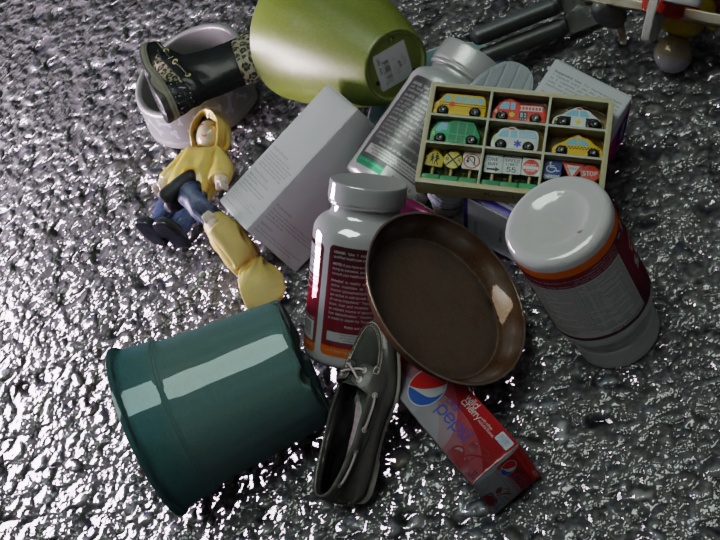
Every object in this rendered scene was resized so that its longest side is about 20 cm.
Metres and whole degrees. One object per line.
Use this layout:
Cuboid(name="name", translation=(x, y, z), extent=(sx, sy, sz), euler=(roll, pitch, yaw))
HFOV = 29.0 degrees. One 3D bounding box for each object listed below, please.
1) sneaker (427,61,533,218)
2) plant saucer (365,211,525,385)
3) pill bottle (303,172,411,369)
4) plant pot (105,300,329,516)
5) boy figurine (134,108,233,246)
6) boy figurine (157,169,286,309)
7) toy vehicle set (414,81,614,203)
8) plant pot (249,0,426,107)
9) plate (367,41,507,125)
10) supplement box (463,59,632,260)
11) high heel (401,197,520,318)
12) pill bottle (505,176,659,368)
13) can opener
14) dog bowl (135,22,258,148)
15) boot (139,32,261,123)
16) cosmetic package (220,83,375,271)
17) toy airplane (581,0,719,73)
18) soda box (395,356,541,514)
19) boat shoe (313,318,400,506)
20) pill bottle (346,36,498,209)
Cuboid(name="sneaker", translation=(0.129, -0.148, 1.571), extent=(0.073, 0.071, 0.200), euler=(32, 72, 7))
Cuboid(name="plant saucer", translation=(0.083, 0.034, 1.441), extent=(0.034, 0.200, 0.201), euler=(-43, 32, 46))
Cuboid(name="pill bottle", translation=(0.000, 0.000, 1.522), extent=(0.113, 0.113, 0.201), euler=(19, 110, 40))
Cuboid(name="plant pot", translation=(-0.148, 0.139, 1.529), extent=(0.195, 0.201, 0.201), euler=(-23, 46, 2))
Cuboid(name="boy figurine", translation=(-0.218, -0.126, 1.850), extent=(0.124, 0.064, 0.201), euler=(6, 61, 38))
Cuboid(name="boy figurine", translation=(-0.165, -0.030, 1.721), extent=(0.064, 0.124, 0.200), euler=(-37, 75, -7))
Cuboid(name="toy vehicle set", translation=(0.165, -0.133, 1.486), extent=(0.199, 0.027, 0.125), euler=(6, 67, 8))
Cuboid(name="plant pot", translation=(-0.011, -0.279, 1.753), extent=(0.187, 0.187, 0.200), euler=(-46, 40, -9))
Cuboid(name="plate", translation=(0.102, -0.206, 1.755), extent=(0.199, 0.026, 0.201), euler=(-17, 49, 20))
Cuboid(name="supplement box", translation=(0.207, -0.116, 1.545), extent=(0.103, 0.101, 0.200), euler=(28, 72, 16))
Cuboid(name="high heel", translation=(0.075, -0.002, 1.540), extent=(0.200, 0.068, 0.096), euler=(39, 71, 21))
Cuboid(name="pill bottle", translation=(0.227, 0.007, 1.385), extent=(0.109, 0.200, 0.110), euler=(-17, 48, 20))
Cuboid(name="can opener", translation=(0.234, -0.314, 1.737), extent=(0.199, 0.054, 0.067), euler=(-21, 14, 4))
Cuboid(name="dog bowl", translation=(-0.233, -0.270, 1.987), extent=(0.199, 0.059, 0.201), euler=(-16, 49, 19))
Cuboid(name="boot", translation=(-0.216, -0.280, 1.900), extent=(0.153, 0.074, 0.204), euler=(-23, 33, -3))
Cuboid(name="cosmetic package", translation=(-0.059, -0.113, 1.702), extent=(0.200, 0.113, 0.081), euler=(-47, 45, -1))
Cuboid(name="toy airplane", translation=(0.360, -0.289, 1.584), extent=(0.198, 0.142, 0.200), euler=(-6, 30, -13))
Cuboid(name="soda box", translation=(0.098, 0.155, 1.437), extent=(0.063, 0.070, 0.200), euler=(-40, 45, -2))
Cuboid(name="boat shoe", translation=(-0.005, 0.148, 1.451), extent=(0.067, 0.057, 0.201), euler=(12, 94, 52))
Cuboid(name="pill bottle", translation=(0.082, -0.167, 1.640), extent=(0.113, 0.113, 0.200), euler=(32, 85, 43))
